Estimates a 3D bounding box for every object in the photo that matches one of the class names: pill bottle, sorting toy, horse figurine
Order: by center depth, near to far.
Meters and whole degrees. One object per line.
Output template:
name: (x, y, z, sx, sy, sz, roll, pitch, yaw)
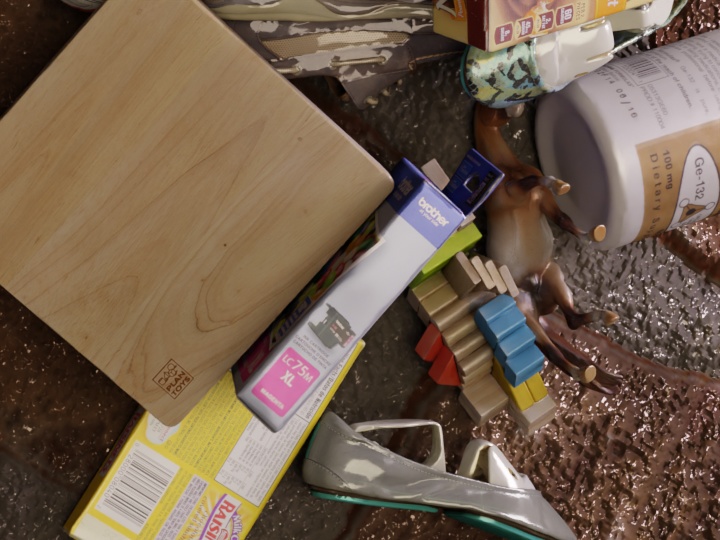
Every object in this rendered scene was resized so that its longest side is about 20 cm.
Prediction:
sorting toy: (-0.120, -0.050, 1.568, 0.199, 0.070, 0.200, 42, 96, -14)
horse figurine: (0.113, -0.010, 1.677, 0.050, 0.132, 0.201, -24, 119, -21)
pill bottle: (0.223, -0.094, 1.701, 0.199, 0.114, 0.115, -18, 104, -19)

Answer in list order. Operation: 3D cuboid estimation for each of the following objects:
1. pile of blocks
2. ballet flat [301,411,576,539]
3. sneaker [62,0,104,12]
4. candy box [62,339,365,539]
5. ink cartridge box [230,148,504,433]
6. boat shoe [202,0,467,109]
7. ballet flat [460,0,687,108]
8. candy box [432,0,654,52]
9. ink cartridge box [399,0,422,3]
pile of blocks: (0.062, 0.029, 1.671, 0.062, 0.082, 0.201, -33, 109, -14)
ballet flat: (0.058, 0.132, 1.694, 0.199, 0.067, 0.064, 15, 85, -23)
sneaker: (-0.172, -0.247, 1.536, 0.077, 0.082, 0.201, -18, 104, -19)
candy box: (-0.091, 0.102, 1.649, 0.102, 0.026, 0.201, 34, 84, -23)
ink cartridge box: (0.000, 0.000, 1.573, 0.042, 0.119, 0.200, 43, 93, -10)
boat shoe: (-0.005, -0.142, 1.633, 0.199, 0.075, 0.074, 3, 108, -15)
ballet flat: (0.141, -0.156, 1.641, 0.200, 0.074, 0.075, -37, 112, -42)
candy box: (0.132, -0.211, 1.565, 0.199, 0.055, 0.116, -20, 120, -34)
ink cartridge box: (0.077, -0.256, 1.598, 0.199, 0.084, 0.147, -21, 118, -34)
